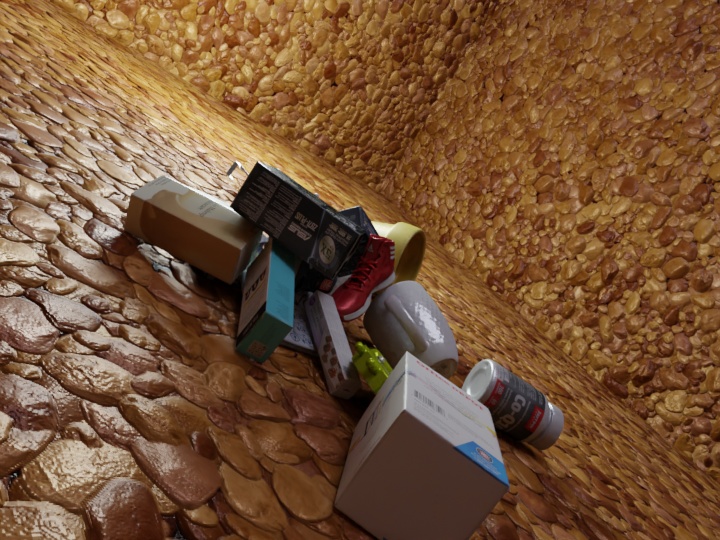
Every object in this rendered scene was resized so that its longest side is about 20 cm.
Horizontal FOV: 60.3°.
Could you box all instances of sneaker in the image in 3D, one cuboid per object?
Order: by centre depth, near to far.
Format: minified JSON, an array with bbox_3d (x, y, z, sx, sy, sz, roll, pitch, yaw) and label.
[{"bbox_3d":[-0.085,0.011,1.090,0.084,0.076,0.200,35,17,-1],"label":"sneaker"},{"bbox_3d":[0.000,0.000,1.133,0.077,0.118,0.200,19,37,22],"label":"sneaker"}]

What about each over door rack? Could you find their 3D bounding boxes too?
[{"bbox_3d":[-0.158,-0.158,1.256,0.199,0.067,0.147,38,10,32],"label":"over door rack"}]

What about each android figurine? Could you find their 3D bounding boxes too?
[{"bbox_3d":[0.052,0.187,0.953,0.201,0.041,0.182,53,-2,-31],"label":"android figurine"}]

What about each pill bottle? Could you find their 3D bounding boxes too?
[{"bbox_3d":[0.316,0.281,1.283,0.198,0.115,0.114,32,12,-12],"label":"pill bottle"}]

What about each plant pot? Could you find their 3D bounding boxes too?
[{"bbox_3d":[0.051,-0.043,1.650,0.186,0.205,0.200,22,7,23],"label":"plant pot"}]

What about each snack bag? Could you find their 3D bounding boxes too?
[{"bbox_3d":[-0.125,0.058,1.062,0.187,0.021,0.202,26,29,-38],"label":"snack bag"}]

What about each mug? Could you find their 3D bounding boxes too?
[{"bbox_3d":[0.098,0.121,1.178,0.176,0.146,0.201,56,-1,38],"label":"mug"}]

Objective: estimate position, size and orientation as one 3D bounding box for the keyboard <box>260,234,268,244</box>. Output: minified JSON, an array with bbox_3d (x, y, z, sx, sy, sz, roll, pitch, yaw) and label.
[{"bbox_3d":[-0.230,-0.068,1.184,0.056,0.011,0.200,43,14,9],"label":"keyboard"}]

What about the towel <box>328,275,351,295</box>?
[{"bbox_3d":[-0.069,-0.022,1.347,0.198,0.134,0.034,33,-3,-5],"label":"towel"}]

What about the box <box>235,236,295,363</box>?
[{"bbox_3d":[-0.140,0.038,0.940,0.049,0.082,0.202,30,27,-23],"label":"box"}]

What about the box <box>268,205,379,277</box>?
[{"bbox_3d":[-0.062,-0.044,1.226,0.158,0.196,0.052,51,29,-55],"label":"box"}]

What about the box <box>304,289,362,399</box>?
[{"bbox_3d":[-0.047,0.117,1.009,0.041,0.039,0.202,27,27,-37],"label":"box"}]

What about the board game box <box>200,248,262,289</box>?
[{"bbox_3d":[-0.216,-0.011,1.133,0.198,0.035,0.136,23,18,-44],"label":"board game box"}]

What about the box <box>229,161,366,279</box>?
[{"bbox_3d":[-0.095,-0.082,1.026,0.198,0.087,0.164,35,6,-1],"label":"box"}]

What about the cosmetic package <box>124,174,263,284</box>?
[{"bbox_3d":[-0.267,-0.069,1.008,0.197,0.072,0.106,26,30,1],"label":"cosmetic package"}]

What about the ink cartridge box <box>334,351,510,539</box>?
[{"bbox_3d":[0.074,0.226,0.768,0.146,0.146,0.200,35,12,-1],"label":"ink cartridge box"}]

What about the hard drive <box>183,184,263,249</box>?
[{"bbox_3d":[-0.293,-0.108,1.273,0.198,0.043,0.135,25,16,-40],"label":"hard drive"}]
